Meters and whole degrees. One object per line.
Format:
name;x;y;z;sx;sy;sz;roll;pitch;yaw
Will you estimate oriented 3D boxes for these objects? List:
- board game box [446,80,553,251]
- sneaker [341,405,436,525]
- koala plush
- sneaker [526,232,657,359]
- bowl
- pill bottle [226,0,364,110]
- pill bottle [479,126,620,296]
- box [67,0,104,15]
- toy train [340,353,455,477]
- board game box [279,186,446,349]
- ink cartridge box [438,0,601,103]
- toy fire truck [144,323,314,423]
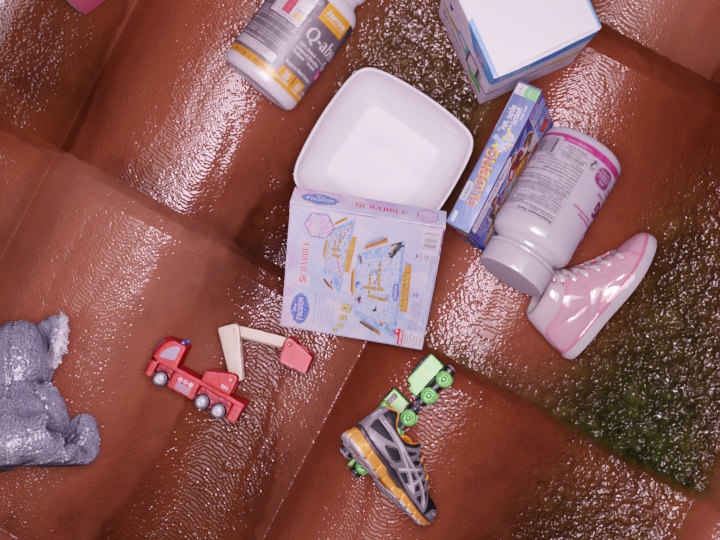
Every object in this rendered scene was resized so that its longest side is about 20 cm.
board game box;0.186;-0.131;1.306;0.034;0.135;0.202;27;89;20
sneaker;0.055;0.260;1.310;0.077;0.078;0.201;-44;125;-16
koala plush;-0.446;0.157;1.311;0.175;0.184;0.203;-4;78;1
sneaker;0.301;0.011;1.334;0.104;0.075;0.201;38;94;-4
bowl;0.030;-0.147;1.342;0.199;0.075;0.201;34;91;1
pill bottle;-0.078;-0.324;1.325;0.116;0.116;0.201;37;91;1
pill bottle;0.245;-0.075;1.304;0.113;0.113;0.201;32;82;1
box;-0.340;-0.461;1.334;0.199;0.109;0.128;-36;89;1
toy train;0.048;0.195;1.357;0.056;0.042;0.200;43;90;11
board game box;0.000;0.000;1.304;0.197;0.041;0.202;10;125;1
ink cartridge box;0.196;-0.322;1.277;0.145;0.200;0.148;-25;89;2
toy fire truck;-0.177;0.125;1.356;0.199;0.049;0.142;28;90;2
